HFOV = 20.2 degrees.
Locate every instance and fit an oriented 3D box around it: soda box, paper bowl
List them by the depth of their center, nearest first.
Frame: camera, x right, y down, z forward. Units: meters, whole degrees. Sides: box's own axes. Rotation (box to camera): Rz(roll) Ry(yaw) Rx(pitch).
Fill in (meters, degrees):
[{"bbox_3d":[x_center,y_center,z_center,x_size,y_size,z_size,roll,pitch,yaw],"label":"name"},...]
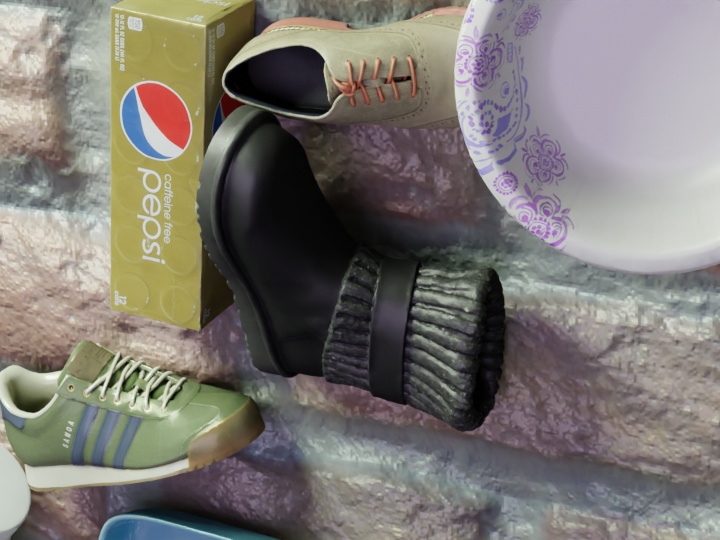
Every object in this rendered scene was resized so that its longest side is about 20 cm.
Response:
[{"bbox_3d":[0.154,-0.108,1.055,0.199,0.104,0.202,5,111,13],"label":"paper bowl"},{"bbox_3d":[-0.110,-0.069,1.243,0.067,0.064,0.201,13,117,21],"label":"soda box"}]

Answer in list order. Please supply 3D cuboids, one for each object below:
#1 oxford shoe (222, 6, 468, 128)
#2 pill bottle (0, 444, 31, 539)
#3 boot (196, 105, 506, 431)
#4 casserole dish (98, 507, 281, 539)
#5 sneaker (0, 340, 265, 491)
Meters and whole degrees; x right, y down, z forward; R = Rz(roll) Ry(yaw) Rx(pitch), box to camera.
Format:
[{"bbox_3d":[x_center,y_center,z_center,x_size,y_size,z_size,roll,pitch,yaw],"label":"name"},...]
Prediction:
[{"bbox_3d":[0.015,-0.107,1.155,0.199,0.075,0.071,-1,109,26],"label":"oxford shoe"},{"bbox_3d":[-0.318,0.202,1.440,0.112,0.112,0.200,46,125,2],"label":"pill bottle"},{"bbox_3d":[0.001,-0.001,1.187,0.157,0.080,0.212,14,143,27],"label":"boot"},{"bbox_3d":[-0.094,0.224,1.380,0.199,0.039,0.122,13,117,22],"label":"casserole dish"},{"bbox_3d":[-0.163,0.089,1.336,0.199,0.067,0.090,-12,111,34],"label":"sneaker"}]
